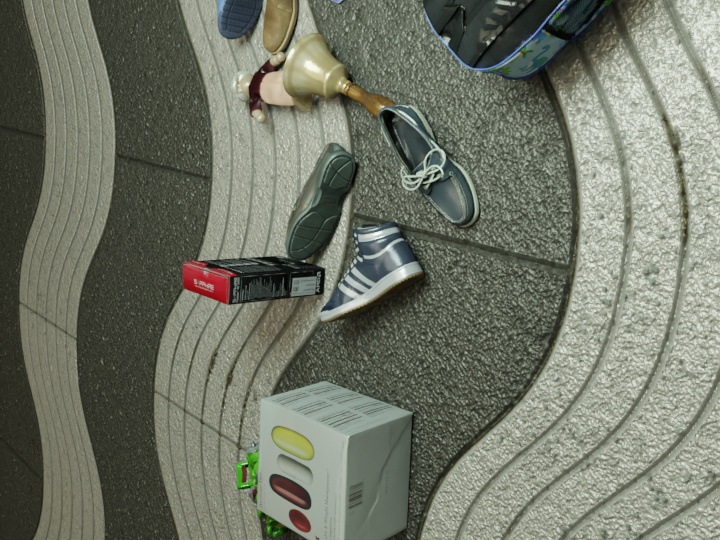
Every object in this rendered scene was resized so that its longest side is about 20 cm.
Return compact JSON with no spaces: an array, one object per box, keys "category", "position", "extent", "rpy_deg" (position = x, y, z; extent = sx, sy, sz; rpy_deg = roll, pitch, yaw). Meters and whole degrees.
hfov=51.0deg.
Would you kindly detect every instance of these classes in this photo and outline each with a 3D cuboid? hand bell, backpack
[{"category":"hand bell","position":[-0.011,-0.268,1.130],"extent":[0.199,0.104,0.105],"rpy_deg":[34,118,25]},{"category":"backpack","position":[0.187,-0.324,0.860],"extent":[0.200,0.146,0.184],"rpy_deg":[-46,64,34]}]

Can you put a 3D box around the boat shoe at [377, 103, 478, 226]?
[{"category":"boat shoe","position":[0.091,-0.145,1.034],"extent":[0.075,0.062,0.201],"rpy_deg":[-35,77,35]}]

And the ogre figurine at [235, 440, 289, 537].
[{"category":"ogre figurine","position":[-0.165,0.380,1.329],"extent":[0.098,0.200,0.120],"rpy_deg":[-29,53,4]}]

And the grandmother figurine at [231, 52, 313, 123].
[{"category":"grandmother figurine","position":[-0.154,-0.308,1.281],"extent":[0.199,0.060,0.122],"rpy_deg":[19,81,46]}]

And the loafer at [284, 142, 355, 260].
[{"category":"loafer","position":[-0.068,-0.111,1.216],"extent":[0.201,0.071,0.063],"rpy_deg":[-61,34,22]}]

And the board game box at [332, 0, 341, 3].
[{"category":"board game box","position":[-0.024,-0.508,1.129],"extent":[0.199,0.039,0.159],"rpy_deg":[-22,79,44]}]

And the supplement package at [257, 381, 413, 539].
[{"category":"supplement package","position":[-0.042,0.298,1.169],"extent":[0.199,0.147,0.193],"rpy_deg":[11,103,43]}]

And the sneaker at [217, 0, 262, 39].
[{"category":"sneaker","position":[-0.215,-0.503,1.309],"extent":[0.082,0.074,0.201],"rpy_deg":[21,102,44]}]

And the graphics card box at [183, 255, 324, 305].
[{"category":"graphics card box","position":[-0.171,0.013,1.230],"extent":[0.125,0.199,0.051],"rpy_deg":[14,104,43]}]

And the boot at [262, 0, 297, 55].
[{"category":"boot","position":[-0.144,-0.456,1.235],"extent":[0.073,0.075,0.201],"rpy_deg":[33,121,36]}]

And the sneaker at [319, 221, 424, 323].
[{"category":"sneaker","position":[0.000,0.000,1.143],"extent":[0.199,0.070,0.109],"rpy_deg":[-31,77,36]}]
